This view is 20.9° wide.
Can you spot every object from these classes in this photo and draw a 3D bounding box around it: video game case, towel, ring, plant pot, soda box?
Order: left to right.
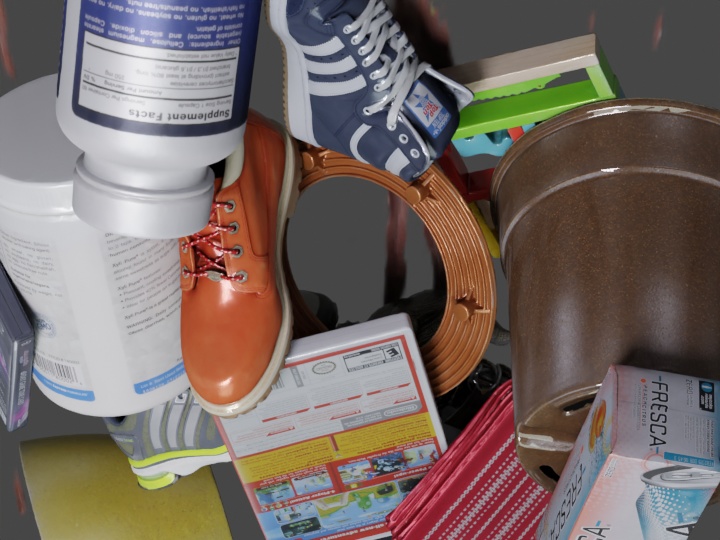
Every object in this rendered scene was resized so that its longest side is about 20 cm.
[{"bbox_3d":[-0.262,0.018,1.334,0.019,0.143,0.200,-24,165,-20],"label":"video game case"},{"bbox_3d":[-0.179,0.213,1.580,0.142,0.200,0.200,-17,142,-8],"label":"plant pot"},{"bbox_3d":[-0.015,0.116,1.312,0.143,0.017,0.200,-14,133,4],"label":"video game case"},{"bbox_3d":[0.000,0.000,1.296,0.200,0.019,0.201,17,122,29],"label":"ring"},{"bbox_3d":[0.115,0.161,1.375,0.145,0.022,0.200,-50,138,4],"label":"towel"},{"bbox_3d":[0.154,0.138,1.145,0.068,0.064,0.200,9,143,-3],"label":"soda box"},{"bbox_3d":[0.176,0.032,1.218,0.200,0.199,0.201,4,142,3],"label":"plant pot"}]

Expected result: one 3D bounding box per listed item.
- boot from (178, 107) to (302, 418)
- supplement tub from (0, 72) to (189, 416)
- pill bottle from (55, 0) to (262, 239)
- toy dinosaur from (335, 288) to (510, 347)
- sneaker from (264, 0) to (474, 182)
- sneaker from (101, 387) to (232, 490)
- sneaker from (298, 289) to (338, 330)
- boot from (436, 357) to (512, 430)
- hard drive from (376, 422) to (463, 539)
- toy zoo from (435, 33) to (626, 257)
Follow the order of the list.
[{"bbox_3d":[-0.090,-0.012,1.217,0.075,0.201,0.107,-2,164,18],"label":"boot"},{"bbox_3d":[-0.171,-0.015,1.279,0.132,0.132,0.200,1,130,9],"label":"supplement tub"},{"bbox_3d":[-0.115,-0.125,1.107,0.111,0.111,0.201,9,113,-1],"label":"pill bottle"},{"bbox_3d":[0.034,0.047,1.394,0.200,0.102,0.077,-33,111,28],"label":"toy dinosaur"},{"bbox_3d":[0.008,-0.128,1.152,0.108,0.070,0.200,27,153,18],"label":"sneaker"},{"bbox_3d":[-0.115,0.092,1.367,0.200,0.074,0.081,-30,111,39],"label":"sneaker"},{"bbox_3d":[-0.115,0.035,1.410,0.199,0.074,0.079,-1,137,11],"label":"sneaker"},{"bbox_3d":[0.152,0.105,1.456,0.174,0.069,0.200,22,142,-19],"label":"boot"},{"bbox_3d":[0.037,0.168,1.439,0.135,0.042,0.200,-34,144,23],"label":"hard drive"},{"bbox_3d":[0.124,-0.067,1.277,0.131,0.021,0.200,-11,139,21],"label":"toy zoo"}]
